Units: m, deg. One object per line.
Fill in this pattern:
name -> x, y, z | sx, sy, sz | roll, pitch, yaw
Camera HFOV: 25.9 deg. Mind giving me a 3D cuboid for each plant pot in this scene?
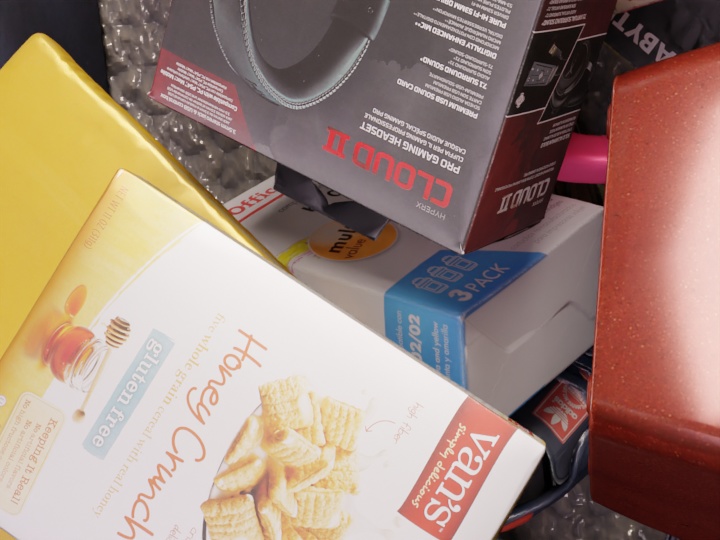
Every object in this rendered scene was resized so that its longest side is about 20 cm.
plant pot -> 0.177, 0.017, 0.594 | 0.174, 0.200, 0.202 | 4, 71, 11

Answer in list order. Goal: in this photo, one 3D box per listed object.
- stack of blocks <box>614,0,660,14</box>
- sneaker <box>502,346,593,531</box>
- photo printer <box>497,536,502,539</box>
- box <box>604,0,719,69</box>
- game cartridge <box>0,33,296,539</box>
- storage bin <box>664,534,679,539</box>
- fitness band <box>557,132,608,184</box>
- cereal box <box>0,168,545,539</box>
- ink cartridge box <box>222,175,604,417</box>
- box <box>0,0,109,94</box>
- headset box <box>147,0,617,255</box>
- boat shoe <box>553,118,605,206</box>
stack of blocks -> 0.112, -0.213, 0.644 | 0.114, 0.058, 0.202 | -12, 98, 29
sneaker -> 0.109, 0.055, 0.752 | 0.075, 0.084, 0.201 | 41, 106, 11
photo printer -> -0.028, 0.149, 0.834 | 0.166, 0.069, 0.200 | -42, 92, 10
box -> 0.137, -0.186, 0.701 | 0.200, 0.049, 0.160 | 42, 116, 9
game cartridge -> -0.123, 0.031, 0.656 | 0.200, 0.032, 0.176 | 44, 91, 10
storage bin -> 0.239, 0.165, 0.726 | 0.198, 0.094, 0.137 | 19, 112, 21
fitness band -> 0.129, -0.091, 0.630 | 0.198, 0.143, 0.038 | -16, 58, 29
cereal box -> -0.047, 0.074, 0.606 | 0.199, 0.040, 0.145 | 32, 89, 8
ink cartridge box -> 0.000, 0.000, 0.720 | 0.198, 0.115, 0.069 | 16, 124, 36
box -> -0.247, -0.078, 0.874 | 0.198, 0.123, 0.201 | 2, 107, 24
headset box -> 0.015, -0.113, 0.572 | 0.148, 0.077, 0.202 | 28, 113, 24
boat shoe -> 0.062, -0.087, 0.753 | 0.072, 0.068, 0.201 | -30, 90, 29
